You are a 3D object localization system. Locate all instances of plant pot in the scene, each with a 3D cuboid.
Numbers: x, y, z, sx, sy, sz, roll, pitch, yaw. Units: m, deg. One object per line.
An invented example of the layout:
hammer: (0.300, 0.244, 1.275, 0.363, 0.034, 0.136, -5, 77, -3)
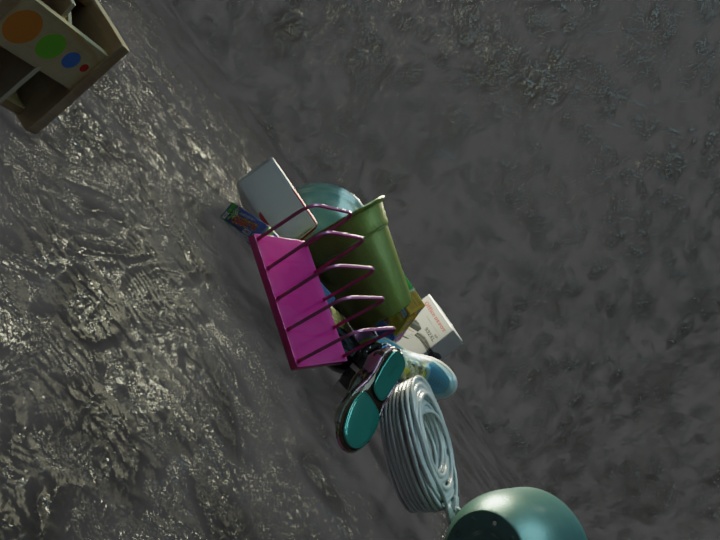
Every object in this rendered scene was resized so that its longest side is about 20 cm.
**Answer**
plant pot: (0.206, 0.406, 0.967, 0.160, 0.201, 0.202, 28, 23, -50)
plant pot: (0.000, 0.000, 1.242, 0.194, 0.196, 0.200, 62, 4, -3)
plant pot: (-0.084, -0.065, 1.476, 0.201, 0.196, 0.137, 49, 32, -39)

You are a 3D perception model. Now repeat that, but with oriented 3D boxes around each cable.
cable: (0.092, 0.272, 1.072, 0.202, 0.068, 0.203, -80, 147, -56)

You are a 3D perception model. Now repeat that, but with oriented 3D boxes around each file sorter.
file sorter: (-0.050, 0.021, 1.002, 0.138, 0.124, 0.205, 5, 61, -60)

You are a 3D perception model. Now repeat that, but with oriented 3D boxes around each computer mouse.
computer mouse: (-0.063, 0.118, 1.139, 0.199, 0.053, 0.139, 37, 12, -43)

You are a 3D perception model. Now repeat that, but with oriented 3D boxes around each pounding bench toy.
pounding bench toy: (-0.331, -0.256, 0.593, 0.202, 0.123, 0.156, 55, 5, 13)

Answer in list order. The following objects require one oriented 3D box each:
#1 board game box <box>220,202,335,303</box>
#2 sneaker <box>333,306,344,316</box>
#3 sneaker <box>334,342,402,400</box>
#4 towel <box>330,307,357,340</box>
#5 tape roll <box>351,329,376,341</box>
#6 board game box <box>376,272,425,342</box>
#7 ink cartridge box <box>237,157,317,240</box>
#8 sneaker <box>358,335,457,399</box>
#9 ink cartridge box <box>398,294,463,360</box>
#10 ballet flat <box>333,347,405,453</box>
board game box: (-0.138, -0.021, 1.158, 0.134, 0.035, 0.201, 31, -15, 50)
sneaker: (-0.056, 0.052, 1.388, 0.199, 0.076, 0.115, 39, -2, -38)
sneaker: (0.048, 0.187, 1.156, 0.073, 0.113, 0.199, 39, 3, 37)
towel: (-0.041, 0.130, 1.317, 0.150, 0.036, 0.200, 58, 5, 19)
tape roll: (0.049, 0.208, 1.496, 0.202, 0.065, 0.200, 53, 4, -6)
board game box: (0.050, 0.055, 1.399, 0.155, 0.040, 0.201, 56, -23, 15)
ink cartridge box: (-0.157, -0.109, 1.292, 0.149, 0.085, 0.200, 53, -10, 0)
sneaker: (0.074, 0.180, 1.239, 0.195, 0.082, 0.130, 20, 1, 21)
ink cartridge box: (0.157, 0.190, 1.871, 0.084, 0.198, 0.146, 47, 7, -48)
ballet flat: (0.002, 0.188, 0.999, 0.070, 0.070, 0.201, 58, 40, -21)
